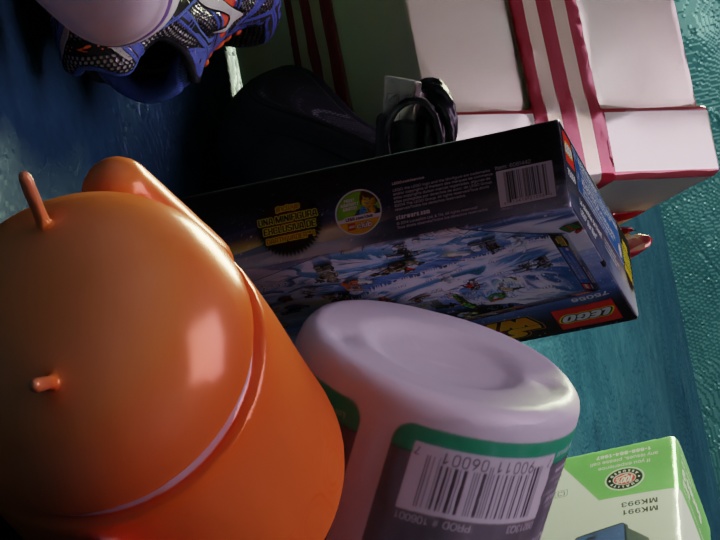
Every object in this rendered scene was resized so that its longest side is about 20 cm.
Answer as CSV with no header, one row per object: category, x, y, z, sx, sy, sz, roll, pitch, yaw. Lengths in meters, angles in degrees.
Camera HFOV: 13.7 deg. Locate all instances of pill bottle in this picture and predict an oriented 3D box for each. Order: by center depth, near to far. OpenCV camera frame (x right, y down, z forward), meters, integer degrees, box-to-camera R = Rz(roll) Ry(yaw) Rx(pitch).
pill bottle,0.005,0.123,1.155,0.113,0.113,0.201,-55,163,-73

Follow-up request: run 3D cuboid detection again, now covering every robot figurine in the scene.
robot figurine,-0.076,0.047,1.017,0.144,0.116,0.200,-53,150,-13

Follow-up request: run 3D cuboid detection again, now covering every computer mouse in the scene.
computer mouse,-0.021,-0.036,1.333,0.200,0.053,0.139,33,-53,59

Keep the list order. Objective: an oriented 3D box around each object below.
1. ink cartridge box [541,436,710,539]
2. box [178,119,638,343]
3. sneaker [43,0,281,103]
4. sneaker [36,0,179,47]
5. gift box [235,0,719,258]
ink cartridge box,0.122,0.200,1.680,0.200,0.145,0.088,-86,159,-50
box,0.000,0.000,1.194,0.137,0.199,0.040,52,30,-65
sneaker,-0.086,-0.107,1.239,0.200,0.075,0.079,4,84,-69
sneaker,-0.133,-0.161,1.072,0.201,0.072,0.114,64,19,-14
gift box,0.049,-0.081,1.456,0.200,0.184,0.187,-34,-117,59
